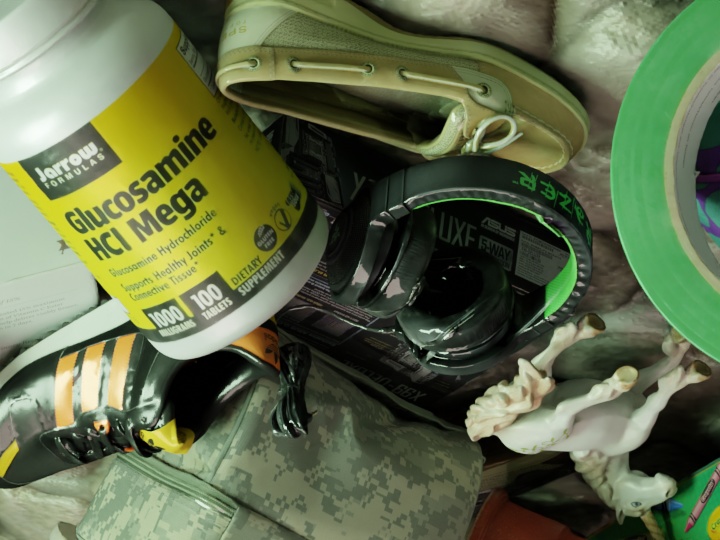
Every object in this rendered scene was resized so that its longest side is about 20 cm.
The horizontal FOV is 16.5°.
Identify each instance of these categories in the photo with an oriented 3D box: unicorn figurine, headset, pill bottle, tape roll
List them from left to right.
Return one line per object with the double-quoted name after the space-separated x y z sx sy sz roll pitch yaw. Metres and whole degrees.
-0.114 -0.062 1.233 0.112 0.113 0.200 -20 118 38 "pill bottle"
0.029 0.017 1.291 0.200 0.094 0.123 -29 129 34 "headset"
0.143 0.088 1.459 0.200 0.074 0.137 20 131 -27 "unicorn figurine"
0.217 -0.044 1.136 0.200 0.201 0.048 -3 175 18 "tape roll"

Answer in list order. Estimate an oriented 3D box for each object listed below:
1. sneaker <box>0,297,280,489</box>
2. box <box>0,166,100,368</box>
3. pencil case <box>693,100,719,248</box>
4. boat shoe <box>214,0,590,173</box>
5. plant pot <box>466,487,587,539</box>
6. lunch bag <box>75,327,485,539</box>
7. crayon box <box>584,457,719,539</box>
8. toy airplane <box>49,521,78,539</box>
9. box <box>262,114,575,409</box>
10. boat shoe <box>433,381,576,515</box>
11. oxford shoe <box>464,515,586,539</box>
-0.129 0.072 1.340 0.200 0.090 0.070 -36 140 14 "sneaker"
-0.212 0.022 1.407 0.124 0.098 0.200 -14 150 -8 "box"
0.228 -0.031 1.263 0.092 0.085 0.200 -46 134 1 "pencil case"
0.022 -0.084 1.246 0.200 0.063 0.073 22 147 -21 "boat shoe"
0.147 0.253 1.485 0.195 0.201 0.201 15 150 11 "plant pot"
-0.036 0.131 1.425 0.200 0.168 0.139 31 175 -30 "lunch bag"
0.230 0.169 1.575 0.119 0.058 0.200 -4 158 -33 "crayon box"
-0.098 0.222 1.702 0.199 0.141 0.200 26 178 20 "toy airplane"
0.000 0.000 1.402 0.200 0.050 0.158 23 146 -23 "box"
0.061 0.127 1.573 0.200 0.073 0.065 -16 136 34 "boat shoe"
0.078 0.179 1.648 0.200 0.071 0.073 11 167 -23 "oxford shoe"
